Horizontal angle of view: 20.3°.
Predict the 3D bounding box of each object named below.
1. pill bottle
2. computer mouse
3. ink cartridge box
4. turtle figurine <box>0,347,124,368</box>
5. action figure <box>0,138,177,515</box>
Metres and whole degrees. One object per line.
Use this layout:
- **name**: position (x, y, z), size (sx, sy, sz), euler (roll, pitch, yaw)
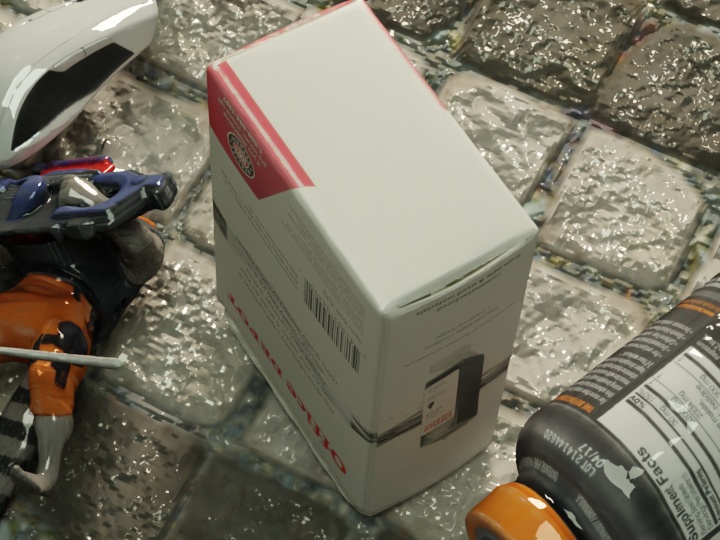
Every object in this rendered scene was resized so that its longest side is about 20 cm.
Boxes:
- **pill bottle**: position (0.144, 0.082, 0.920), size (0.199, 0.107, 0.106), euler (-35, 67, -16)
- **computer mouse**: position (-0.143, -0.126, 1.036), size (0.109, 0.044, 0.200), euler (9, 48, 44)
- **ink cartridge box**: position (0.000, 0.000, 0.912), size (0.084, 0.201, 0.146), euler (-27, 64, -19)
- **turtle figurine**: position (-0.245, 0.076, 0.858), size (0.193, 0.199, 0.145), euler (7, 82, 38)
- **action figure**: position (-0.171, 0.017, 0.988), size (0.199, 0.105, 0.194), euler (4, 51, 37)
